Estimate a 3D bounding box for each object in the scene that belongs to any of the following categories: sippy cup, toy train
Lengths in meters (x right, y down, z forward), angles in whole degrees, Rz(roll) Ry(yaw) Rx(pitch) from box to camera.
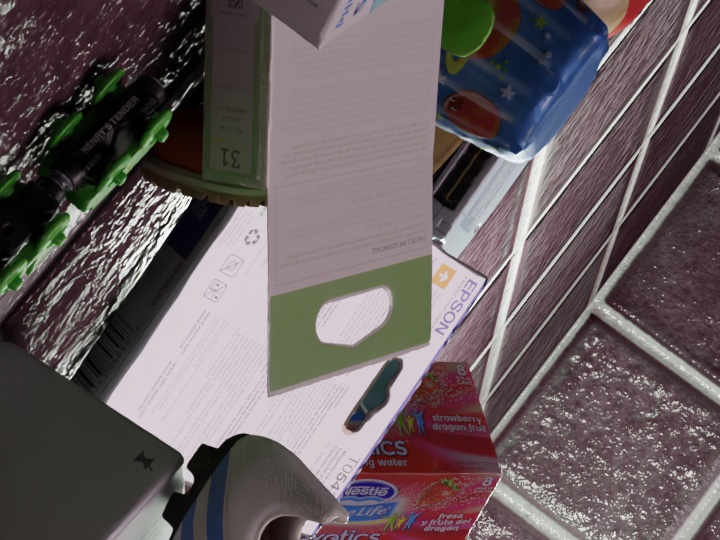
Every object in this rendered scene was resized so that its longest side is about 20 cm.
[{"bbox_3d":[0.069,-0.135,1.364,0.178,0.130,0.140,-43,165,-48],"label":"sippy cup"},{"bbox_3d":[-0.154,-0.013,1.026,0.200,0.042,0.056,-49,179,-26],"label":"toy train"}]

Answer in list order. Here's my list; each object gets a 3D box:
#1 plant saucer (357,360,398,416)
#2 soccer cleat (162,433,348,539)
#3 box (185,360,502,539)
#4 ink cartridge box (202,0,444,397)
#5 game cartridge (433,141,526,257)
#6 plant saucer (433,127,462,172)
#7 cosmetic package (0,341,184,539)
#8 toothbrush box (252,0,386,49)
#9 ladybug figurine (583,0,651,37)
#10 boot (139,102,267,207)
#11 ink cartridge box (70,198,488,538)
[{"bbox_3d":[0.000,0.000,1.527,0.200,0.036,0.201,0,90,-73],"label":"plant saucer"},{"bbox_3d":[-0.076,0.178,1.142,0.201,0.086,0.070,-63,161,11],"label":"soccer cleat"},{"bbox_3d":[-0.018,0.125,1.585,0.199,0.100,0.096,2,138,-21],"label":"box"},{"bbox_3d":[-0.017,-0.052,1.153,0.145,0.048,0.201,-15,112,-53],"label":"ink cartridge box"},{"bbox_3d":[0.111,-0.096,1.919,0.200,0.040,0.133,-55,166,0],"label":"game cartridge"},{"bbox_3d":[0.068,-0.134,1.637,0.200,0.029,0.200,-52,168,-16],"label":"plant saucer"},{"bbox_3d":[-0.192,0.182,1.174,0.199,0.123,0.200,-47,160,-32],"label":"cosmetic package"},{"bbox_3d":[0.024,-0.210,1.057,0.200,0.085,0.147,-43,165,-49],"label":"toothbrush box"},{"bbox_3d":[0.169,-0.221,1.611,0.200,0.072,0.136,-53,155,-50],"label":"ladybug figurine"},{"bbox_3d":[-0.042,-0.098,1.204,0.200,0.075,0.108,-30,135,-53],"label":"boot"},{"bbox_3d":[-0.048,0.040,1.358,0.200,0.043,0.197,31,96,-44],"label":"ink cartridge box"}]
